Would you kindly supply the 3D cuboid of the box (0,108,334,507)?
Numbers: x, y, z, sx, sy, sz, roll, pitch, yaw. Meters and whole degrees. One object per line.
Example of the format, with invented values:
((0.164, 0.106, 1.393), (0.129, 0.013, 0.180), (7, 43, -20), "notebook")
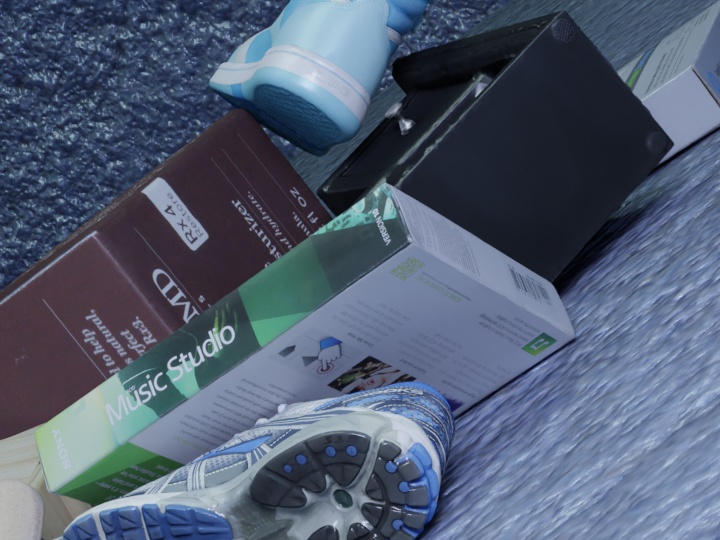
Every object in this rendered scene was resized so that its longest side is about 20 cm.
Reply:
((-0.107, 0.045, 1.241), (0.164, 0.166, 0.200), (-34, 8, 30), "box")

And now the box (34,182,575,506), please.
((-0.023, 0.049, 0.983), (0.200, 0.036, 0.144), (-36, -34, 18), "box")

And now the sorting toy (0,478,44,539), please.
((-0.210, 0.208, 0.981), (0.200, 0.036, 0.186), (-37, 32, 28), "sorting toy")

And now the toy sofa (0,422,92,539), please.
((-0.223, 0.154, 1.167), (0.199, 0.083, 0.098), (-14, 28, 23), "toy sofa")

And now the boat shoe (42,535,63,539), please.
((-0.148, 0.162, 1.052), (0.200, 0.075, 0.062), (-39, 16, 37), "boat shoe")

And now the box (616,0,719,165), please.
((0.135, -0.072, 1.318), (0.200, 0.041, 0.156), (-36, 8, 26), "box")

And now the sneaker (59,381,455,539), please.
((-0.039, 0.100, 0.938), (0.199, 0.077, 0.085), (-22, 14, 32), "sneaker")

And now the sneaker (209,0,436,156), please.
((-0.013, -0.137, 1.263), (0.131, 0.079, 0.200), (-59, 16, -6), "sneaker")

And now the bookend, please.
((0.026, -0.024, 1.161), (0.199, 0.092, 0.200), (-47, 15, -17), "bookend")
